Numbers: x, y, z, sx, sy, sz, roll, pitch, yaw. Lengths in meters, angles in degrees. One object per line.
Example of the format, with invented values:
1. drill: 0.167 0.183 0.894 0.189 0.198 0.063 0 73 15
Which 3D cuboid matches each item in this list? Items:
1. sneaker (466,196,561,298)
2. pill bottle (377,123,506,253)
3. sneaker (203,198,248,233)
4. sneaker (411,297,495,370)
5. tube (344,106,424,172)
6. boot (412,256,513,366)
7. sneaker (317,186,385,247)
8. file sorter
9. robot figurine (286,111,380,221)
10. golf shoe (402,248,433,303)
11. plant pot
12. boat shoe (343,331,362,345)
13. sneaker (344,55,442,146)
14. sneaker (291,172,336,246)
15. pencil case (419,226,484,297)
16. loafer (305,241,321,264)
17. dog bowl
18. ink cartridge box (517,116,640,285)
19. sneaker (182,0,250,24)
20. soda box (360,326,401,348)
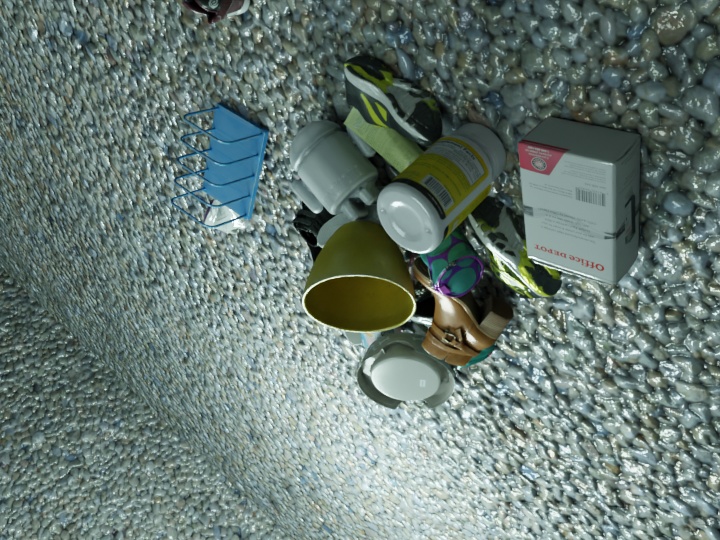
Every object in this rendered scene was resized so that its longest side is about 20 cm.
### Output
1. sneaker: 0.225 -0.028 1.304 0.200 0.074 0.085 49 149 -2
2. pill bottle: 0.124 -0.126 1.216 0.114 0.200 0.115 30 144 25
3. sneaker: -0.281 -0.149 1.833 0.099 0.076 0.200 27 147 -10
4. sneaker: 0.173 0.122 1.544 0.198 0.083 0.122 11 123 43
5. tube: 0.057 -0.207 1.361 0.200 0.058 0.052 44 180 13
6. boot: 0.145 0.074 1.419 0.198 0.077 0.156 28 131 -11
7. sneaker: 0.027 -0.083 1.530 0.117 0.075 0.199 23 141 -39
8. file sorter: -0.289 -0.207 1.653 0.138 0.122 0.202 32 123 24
9. robot figurine: -0.047 -0.180 1.443 0.170 0.113 0.200 -44 81 16
10. golf shoe: 0.112 -0.007 1.497 0.089 0.076 0.201 58 148 23
11. plant pot: 0.000 0.000 1.453 0.197 0.144 0.201 2 148 1
12. boat shoe: -0.035 0.058 1.742 0.202 0.071 0.068 63 173 -15
13. sneaker: 0.051 -0.255 1.298 0.200 0.074 0.085 46 152 21
14. sneaker: -0.095 -0.135 1.572 0.070 0.099 0.202 5 127 50
15. pencil case: 0.116 -0.052 1.349 0.201 0.092 0.085 58 177 38
16. loafer: -0.057 -0.015 1.639 0.072 0.072 0.202 62 -173 -51
17. dog bowl: 0.093 0.203 1.669 0.197 0.059 0.202 6 136 5
18. ink cartridge box: 0.304 -0.095 1.140 0.145 0.085 0.202 21 137 37
19. sneaker: -0.261 -0.504 1.361 0.075 0.115 0.202 10 132 45
20. soda box: 0.035 0.074 1.663 0.063 0.068 0.202 23 140 32
